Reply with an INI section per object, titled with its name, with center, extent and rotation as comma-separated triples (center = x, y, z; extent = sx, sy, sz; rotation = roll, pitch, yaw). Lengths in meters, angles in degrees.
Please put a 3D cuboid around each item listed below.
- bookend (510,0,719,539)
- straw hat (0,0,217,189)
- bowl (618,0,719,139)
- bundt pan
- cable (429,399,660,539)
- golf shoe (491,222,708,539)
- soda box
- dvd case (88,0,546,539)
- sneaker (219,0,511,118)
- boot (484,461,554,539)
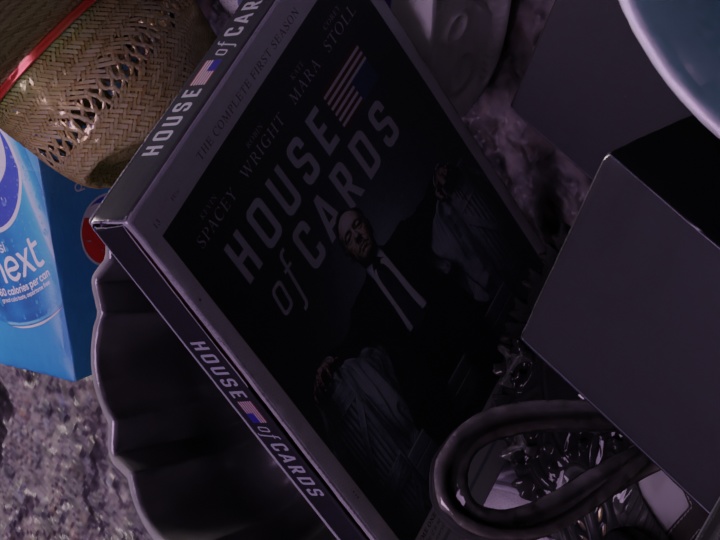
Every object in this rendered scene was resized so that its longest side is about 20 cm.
[bookend]
center = 0.111, -0.025, 0.754
extent = 0.199, 0.199, 0.092
rotation = 43, 133, 24
[straw hat]
center = -0.102, -0.081, 0.953
extent = 0.085, 0.201, 0.201
rotation = 41, 136, -3
[bowl]
center = 0.177, -0.121, 0.691
extent = 0.199, 0.105, 0.203
rotation = 5, 101, 29
[bundt pan]
center = -0.024, 0.034, 0.998
extent = 0.201, 0.075, 0.204
rotation = 6, 98, 46
[cable]
center = 0.124, 0.051, 0.804
extent = 0.050, 0.198, 0.098
rotation = 152, 122, -75
[golf shoe]
center = 0.105, 0.076, 0.877
extent = 0.078, 0.094, 0.202
rotation = -26, 60, 49
[soda box]
center = -0.141, -0.057, 1.105
extent = 0.064, 0.068, 0.202
rotation = 8, 113, 44
[dvd case]
center = 0.000, 0.000, 0.861
extent = 0.025, 0.151, 0.200
rotation = -2, 135, 41
[sneaker]
center = -0.007, -0.160, 0.907
extent = 0.146, 0.080, 0.201
rotation = 32, 134, 28
[boot]
center = 0.067, 0.135, 0.950
extent = 0.199, 0.095, 0.074
rotation = 14, 117, 43
